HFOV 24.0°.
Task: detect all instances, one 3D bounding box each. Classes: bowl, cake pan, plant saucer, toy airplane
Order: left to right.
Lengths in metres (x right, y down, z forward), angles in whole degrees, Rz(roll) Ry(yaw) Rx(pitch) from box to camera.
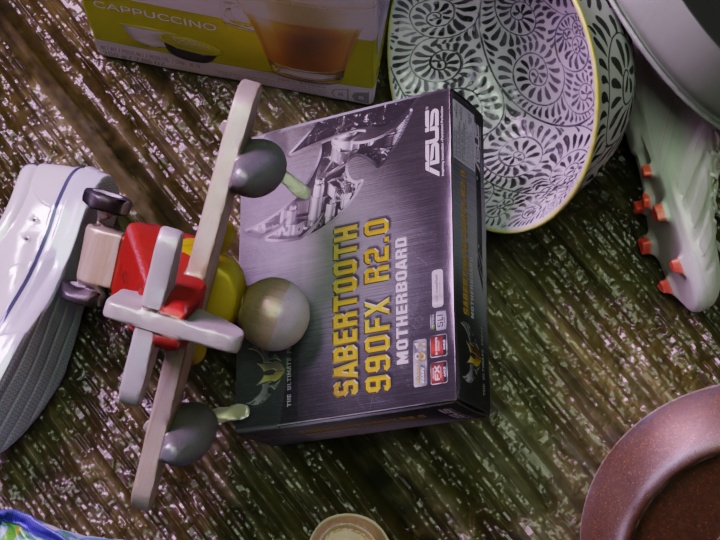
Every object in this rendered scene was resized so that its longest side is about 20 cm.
[{"bbox_3d":[-0.092,0.017,0.993,0.140,0.200,0.200,13,54,-19],"label":"toy airplane"},{"bbox_3d":[0.113,-0.131,1.088,0.094,0.201,0.201,-15,69,-35],"label":"bowl"},{"bbox_3d":[0.213,-0.180,1.090,0.037,0.200,0.201,-34,69,31],"label":"cake pan"},{"bbox_3d":[0.228,0.162,0.984,0.199,0.035,0.201,2,110,5],"label":"plant saucer"}]

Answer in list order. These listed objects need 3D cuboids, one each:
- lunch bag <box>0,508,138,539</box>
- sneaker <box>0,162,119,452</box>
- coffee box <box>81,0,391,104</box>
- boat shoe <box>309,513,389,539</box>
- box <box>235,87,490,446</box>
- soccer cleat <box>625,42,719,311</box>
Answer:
[{"bbox_3d":[-0.165,0.253,0.941,0.127,0.170,0.201,13,71,8],"label":"lunch bag"},{"bbox_3d":[-0.220,0.022,1.081,0.070,0.073,0.201,12,64,19],"label":"sneaker"},{"bbox_3d":[-0.069,-0.254,1.101,0.198,0.198,0.201,10,71,3],"label":"coffee box"},{"bbox_3d":[-0.005,0.241,1.001,0.073,0.063,0.202,3,71,1],"label":"boat shoe"},{"bbox_3d":[0.000,0.000,1.056,0.158,0.048,0.201,-10,68,28],"label":"box"},{"bbox_3d":[0.213,-0.071,1.111,0.077,0.069,0.201,-9,68,-7],"label":"soccer cleat"}]
